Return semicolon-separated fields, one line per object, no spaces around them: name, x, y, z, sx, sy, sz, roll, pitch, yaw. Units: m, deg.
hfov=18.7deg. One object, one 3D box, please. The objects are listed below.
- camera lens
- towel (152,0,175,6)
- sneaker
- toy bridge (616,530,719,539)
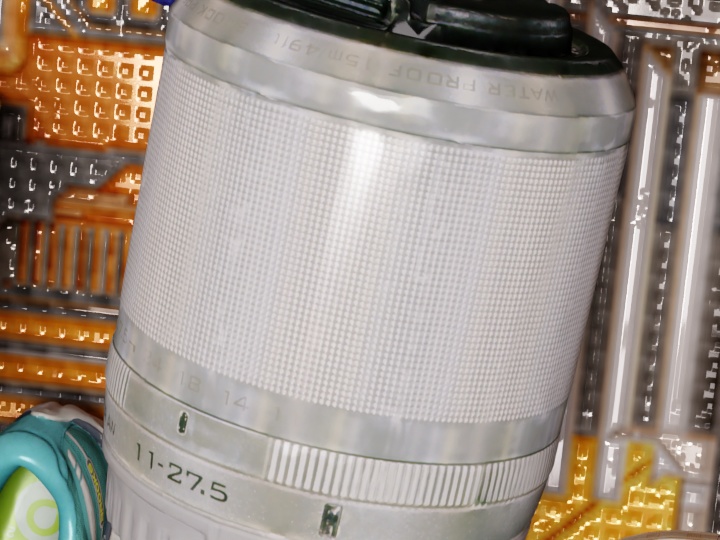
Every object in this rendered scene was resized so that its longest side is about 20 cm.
camera lens;0.000;0.000;0.746;0.158;0.160;0.202;12;105;3
towel;-0.073;-0.204;0.755;0.147;0.049;0.201;-25;98;47
sneaker;-0.137;0.148;0.817;0.077;0.080;0.202;9;92;9
toy bridge;0.111;0.116;0.675;0.198;0.027;0.068;5;91;12
